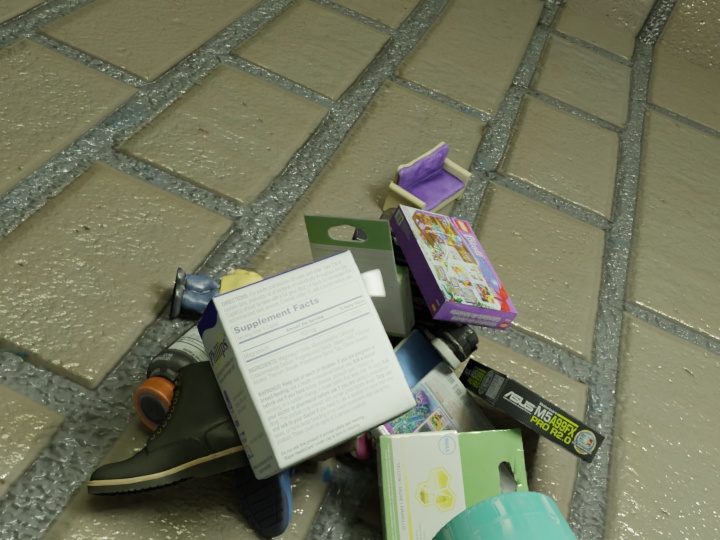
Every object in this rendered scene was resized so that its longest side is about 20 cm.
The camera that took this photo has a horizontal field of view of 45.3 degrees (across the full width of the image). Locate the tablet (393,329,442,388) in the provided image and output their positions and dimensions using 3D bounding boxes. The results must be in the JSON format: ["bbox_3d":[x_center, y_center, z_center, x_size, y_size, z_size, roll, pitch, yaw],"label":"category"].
[{"bbox_3d":[0.083,0.171,1.250,0.131,0.014,0.200,51,31,2],"label":"tablet"}]

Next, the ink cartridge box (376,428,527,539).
[{"bbox_3d":[0.121,0.275,1.077,0.195,0.048,0.149,-3,76,-8],"label":"ink cartridge box"}]

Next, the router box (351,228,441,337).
[{"bbox_3d":[0.067,0.021,1.371,0.196,0.151,0.052,17,37,-6],"label":"router box"}]

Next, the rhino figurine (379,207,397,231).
[{"bbox_3d":[0.058,-0.045,1.520,0.086,0.061,0.201,10,38,10],"label":"rhino figurine"}]

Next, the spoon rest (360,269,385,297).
[{"bbox_3d":[-0.042,0.050,1.251,0.060,0.199,0.101,-3,71,-34],"label":"spoon rest"}]

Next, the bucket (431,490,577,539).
[{"bbox_3d":[0.173,0.361,0.974,0.203,0.210,0.136,2,38,-23],"label":"bucket"}]

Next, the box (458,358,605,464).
[{"bbox_3d":[0.232,0.192,1.210,0.158,0.045,0.200,31,-3,-6],"label":"box"}]

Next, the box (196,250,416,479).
[{"bbox_3d":[-0.066,0.108,1.000,0.181,0.105,0.203,-19,79,-26],"label":"box"}]

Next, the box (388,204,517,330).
[{"bbox_3d":[0.133,-0.006,1.262,0.135,0.039,0.202,11,39,-32],"label":"box"}]

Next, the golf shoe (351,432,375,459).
[{"bbox_3d":[-0.020,0.180,1.218,0.089,0.076,0.202,-9,44,6],"label":"golf shoe"}]

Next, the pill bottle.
[{"bbox_3d":[-0.211,0.131,1.143,0.105,0.108,0.200,30,39,13],"label":"pill bottle"}]

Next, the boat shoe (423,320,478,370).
[{"bbox_3d":[0.138,0.103,1.296,0.074,0.060,0.200,50,-1,4],"label":"boat shoe"}]

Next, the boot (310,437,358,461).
[{"bbox_3d":[-0.050,0.165,1.164,0.143,0.071,0.203,-3,52,20],"label":"boot"}]

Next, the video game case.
[{"bbox_3d":[0.124,0.247,1.173,0.201,0.024,0.181,53,43,4],"label":"video game case"}]

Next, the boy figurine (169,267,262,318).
[{"bbox_3d":[-0.184,0.042,1.298,0.196,0.065,0.126,9,39,-17],"label":"boy figurine"}]

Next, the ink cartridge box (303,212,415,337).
[{"bbox_3d":[0.000,0.000,1.290,0.143,0.204,0.048,6,32,25],"label":"ink cartridge box"}]

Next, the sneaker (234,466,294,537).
[{"bbox_3d":[-0.117,0.225,1.074,0.082,0.073,0.204,14,56,-57],"label":"sneaker"}]

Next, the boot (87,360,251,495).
[{"bbox_3d":[-0.230,0.184,1.025,0.196,0.078,0.141,-11,78,-9],"label":"boot"}]

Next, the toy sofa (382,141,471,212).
[{"bbox_3d":[0.135,-0.166,1.673,0.082,0.099,0.199,34,38,19],"label":"toy sofa"}]
